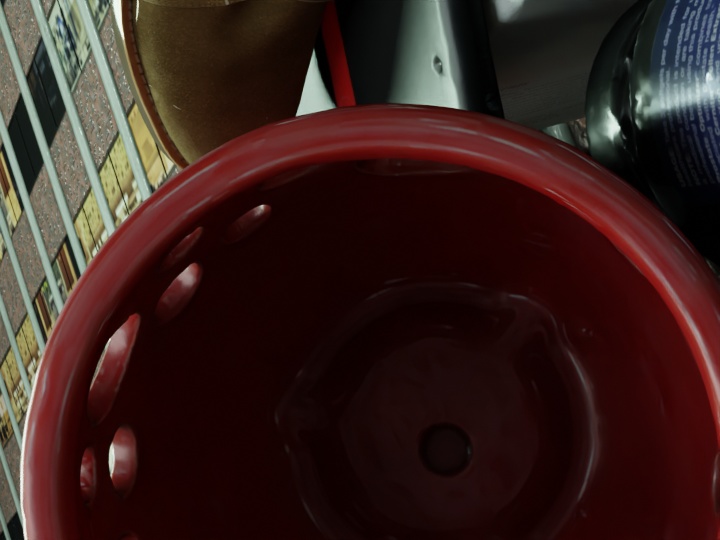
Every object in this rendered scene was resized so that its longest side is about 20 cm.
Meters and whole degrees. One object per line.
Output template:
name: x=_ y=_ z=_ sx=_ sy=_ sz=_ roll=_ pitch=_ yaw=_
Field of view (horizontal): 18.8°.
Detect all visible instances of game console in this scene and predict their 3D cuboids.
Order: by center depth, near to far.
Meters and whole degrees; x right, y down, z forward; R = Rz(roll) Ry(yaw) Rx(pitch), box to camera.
game console: x=-0.011 y=-0.139 z=0.731 sx=0.177 sy=0.031 sz=0.201 roll=11 pitch=116 yaw=62

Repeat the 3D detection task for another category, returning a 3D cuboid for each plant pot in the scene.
plant pot: x=0.019 y=0.053 z=0.642 sx=0.182 sy=0.200 sz=0.201 roll=-17 pitch=-89 yaw=-82

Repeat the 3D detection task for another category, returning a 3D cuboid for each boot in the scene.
boot: x=-0.028 y=-0.100 z=0.681 sx=0.075 sy=0.073 sz=0.201 roll=40 pitch=139 yaw=33

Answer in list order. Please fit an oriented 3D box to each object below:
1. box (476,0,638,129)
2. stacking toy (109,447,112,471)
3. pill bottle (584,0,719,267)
box: x=0.046 y=-0.141 z=0.765 sx=0.200 sy=0.106 sz=0.153 roll=140 pitch=113 yaw=-69
stacking toy: x=0.020 y=0.060 z=0.796 sx=0.200 sy=0.146 sz=0.146 roll=31 pitch=148 yaw=8
pill bottle: x=0.140 y=-0.049 z=0.575 sx=0.200 sy=0.111 sz=0.112 roll=177 pitch=78 yaw=-69
